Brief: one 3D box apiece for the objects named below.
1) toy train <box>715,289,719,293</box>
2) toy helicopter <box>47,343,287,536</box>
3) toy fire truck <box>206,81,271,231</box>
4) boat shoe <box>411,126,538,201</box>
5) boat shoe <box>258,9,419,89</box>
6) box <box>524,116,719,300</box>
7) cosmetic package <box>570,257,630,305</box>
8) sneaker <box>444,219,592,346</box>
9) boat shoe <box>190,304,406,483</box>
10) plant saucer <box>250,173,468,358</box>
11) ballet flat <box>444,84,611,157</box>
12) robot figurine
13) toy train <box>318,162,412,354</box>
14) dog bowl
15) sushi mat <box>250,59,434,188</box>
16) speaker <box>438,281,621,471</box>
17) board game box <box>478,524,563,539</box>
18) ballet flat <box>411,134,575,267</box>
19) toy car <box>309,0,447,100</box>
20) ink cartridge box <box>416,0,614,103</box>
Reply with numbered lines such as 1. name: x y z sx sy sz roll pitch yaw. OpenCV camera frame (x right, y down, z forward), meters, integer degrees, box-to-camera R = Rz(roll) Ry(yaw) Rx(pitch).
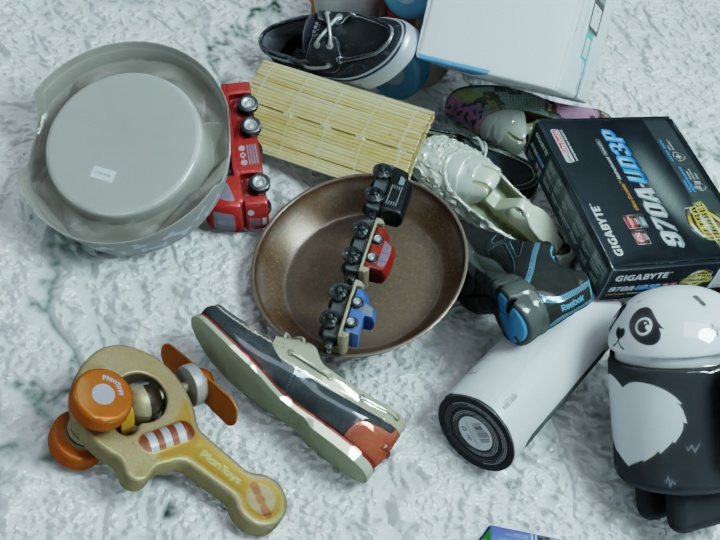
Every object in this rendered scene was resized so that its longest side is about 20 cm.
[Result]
1. toy train: 0.403 0.083 1.046 0.197 0.085 0.117 20 60 -1
2. toy helicopter: -0.138 0.132 0.857 0.199 0.079 0.133 38 42 0
3. toy fire truck: -0.164 -0.126 1.040 0.139 0.049 0.203 -7 63 -7
4. boat shoe: 0.097 -0.109 1.108 0.197 0.061 0.076 3 52 -15
5. boat shoe: -0.028 -0.231 1.089 0.067 0.199 0.073 30 78 -41
6. box: 0.265 -0.065 1.036 0.157 0.046 0.202 -3 49 -17
7. cosmetic package: 0.275 -0.037 1.100 0.100 0.074 0.201 22 51 0
8. sneaker: 0.135 0.003 0.985 0.081 0.074 0.200 -22 31 -12
9. boat shoe: -0.053 0.090 0.897 0.199 0.071 0.063 38 67 6
10. plant saucer: 0.000 0.000 0.978 0.197 0.037 0.203 -5 55 7
11. ballet flat: 0.188 -0.151 1.168 0.197 0.069 0.072 9 54 -16
12. robot figurine: 0.271 0.114 0.916 0.148 0.203 0.124 -1 7 29
13. toy train: 0.008 -0.011 0.944 0.045 0.034 0.202 16 58 6
14. dog bowl: -0.209 -0.106 0.975 0.197 0.059 0.203 -1 67 4
15. sushi mat: -0.031 -0.142 1.068 0.198 0.012 0.097 20 80 20
16. speaker: 0.156 0.085 0.962 0.081 0.082 0.200 39 51 14
17. board game box: 0.187 0.287 0.845 0.197 0.035 0.137 13 51 -7
18. ballet flat: 0.136 -0.068 1.051 0.199 0.072 0.072 39 50 -6
19. toy car: 0.018 -0.309 1.181 0.198 0.179 0.184 22 38 17
20. ink cartridge box: 0.165 -0.260 1.089 0.145 0.148 0.200 17 10 17
